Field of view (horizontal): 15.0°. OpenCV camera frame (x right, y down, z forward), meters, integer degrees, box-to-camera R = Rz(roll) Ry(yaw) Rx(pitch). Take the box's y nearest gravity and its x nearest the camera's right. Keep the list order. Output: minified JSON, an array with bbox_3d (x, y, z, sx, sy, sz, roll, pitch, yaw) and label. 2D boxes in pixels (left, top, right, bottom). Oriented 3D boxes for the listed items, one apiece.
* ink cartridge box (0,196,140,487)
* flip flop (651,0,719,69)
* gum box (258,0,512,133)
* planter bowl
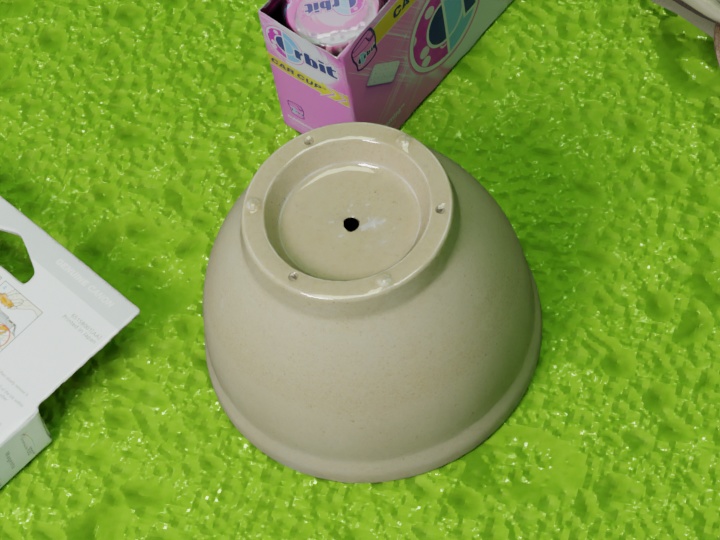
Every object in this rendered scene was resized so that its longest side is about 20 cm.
[{"bbox_3d":[-0.253,0.038,1.614,0.200,0.044,0.174,37,69,27],"label":"ink cartridge box"},{"bbox_3d":[0.232,-0.126,1.635,0.200,0.081,0.058,35,85,28],"label":"flip flop"},{"bbox_3d":[0.031,-0.176,1.668,0.066,0.114,0.200,31,66,24],"label":"gum box"},{"bbox_3d":[0.000,0.000,1.548,0.199,0.135,0.201,-4,56,6],"label":"planter bowl"}]
